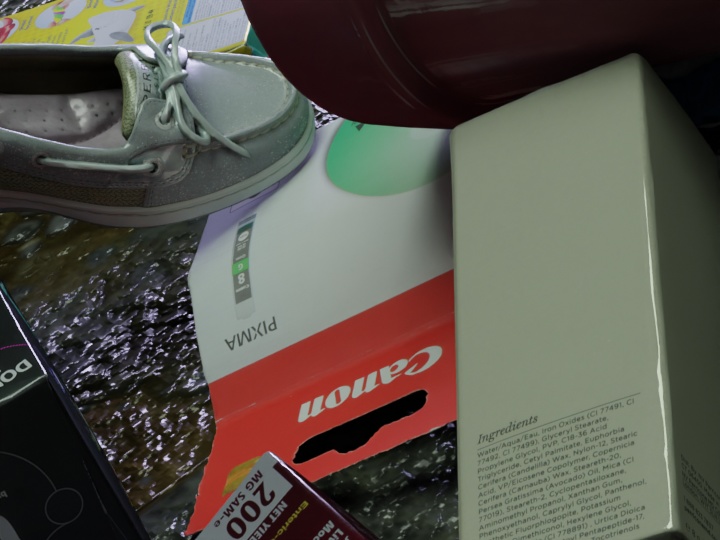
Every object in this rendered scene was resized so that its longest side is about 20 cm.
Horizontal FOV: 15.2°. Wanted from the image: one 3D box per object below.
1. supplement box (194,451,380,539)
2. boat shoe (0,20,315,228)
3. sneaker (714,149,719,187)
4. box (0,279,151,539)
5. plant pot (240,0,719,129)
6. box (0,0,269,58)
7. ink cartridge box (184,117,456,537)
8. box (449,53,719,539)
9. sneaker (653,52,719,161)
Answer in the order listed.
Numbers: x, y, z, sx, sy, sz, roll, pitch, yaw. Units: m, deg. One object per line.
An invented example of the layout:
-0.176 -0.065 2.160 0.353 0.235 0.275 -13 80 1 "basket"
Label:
-0.003 0.146 0.817 0.109 0.061 0.200 -50 33 -3 "supplement box"
-0.118 -0.065 1.103 0.201 0.065 0.075 -1 51 -5 "boat shoe"
0.153 0.011 0.953 0.199 0.076 0.088 4 55 46 "sneaker"
-0.177 0.079 1.019 0.148 0.125 0.200 -30 31 -6 "box"
0.076 -0.149 0.966 0.178 0.201 0.200 4 40 37 "plant pot"
-0.133 -0.096 1.344 0.199 0.049 0.118 -13 32 15 "box"
0.000 0.000 1.060 0.160 0.050 0.200 -26 25 25 "ink cartridge box"
0.079 0.031 0.896 0.082 0.068 0.201 -20 46 26 "box"
0.148 -0.061 1.070 0.086 0.075 0.200 11 1 -23 "sneaker"
